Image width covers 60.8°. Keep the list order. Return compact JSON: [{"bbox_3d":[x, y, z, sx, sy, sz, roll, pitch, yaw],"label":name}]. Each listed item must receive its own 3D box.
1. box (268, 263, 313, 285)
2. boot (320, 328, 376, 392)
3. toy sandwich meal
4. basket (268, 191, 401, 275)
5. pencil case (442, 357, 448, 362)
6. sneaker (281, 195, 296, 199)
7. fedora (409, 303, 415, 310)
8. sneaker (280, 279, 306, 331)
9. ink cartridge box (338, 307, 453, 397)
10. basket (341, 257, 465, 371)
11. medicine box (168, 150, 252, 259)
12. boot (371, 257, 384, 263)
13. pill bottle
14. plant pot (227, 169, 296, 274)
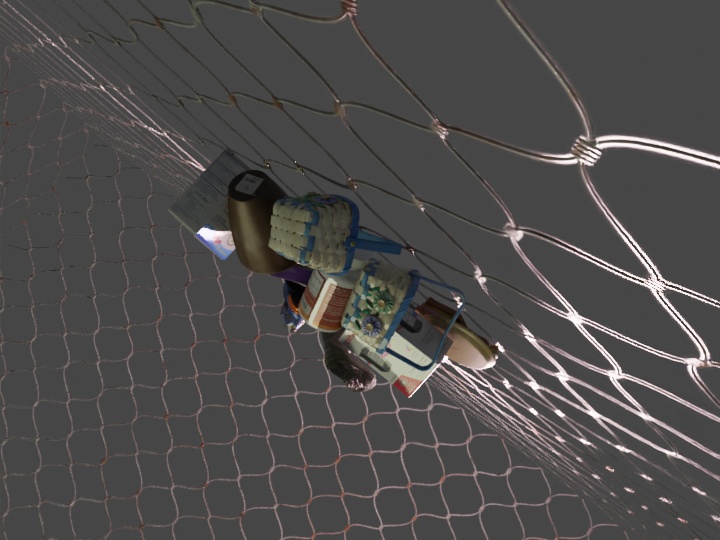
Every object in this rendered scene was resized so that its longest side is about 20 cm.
[{"bbox_3d":[-0.108,0.017,1.492,0.199,0.039,0.137,14,-177,12],"label":"box"},{"bbox_3d":[-0.041,0.162,1.414,0.182,0.072,0.201,51,-168,-41],"label":"boot"},{"bbox_3d":[0.211,0.135,1.325,0.204,0.070,0.205,31,159,13],"label":"toy sandwich meal"},{"bbox_3d":[-0.047,-0.064,1.095,0.199,0.140,0.176,10,-173,-38],"label":"basket"},{"bbox_3d":[0.153,0.145,1.539,0.200,0.084,0.085,37,-150,19],"label":"pencil case"},{"bbox_3d":[-0.091,-0.099,1.319,0.200,0.071,0.080,36,-168,-32],"label":"sneaker"},{"bbox_3d":[0.076,0.123,1.446,0.176,0.091,0.200,9,153,18],"label":"fedora"},{"bbox_3d":[-0.160,0.079,1.450,0.075,0.079,0.200,26,-167,-12],"label":"sneaker"},{"bbox_3d":[0.071,0.149,1.296,0.199,0.086,0.148,36,135,5],"label":"ink cartridge box"},{"bbox_3d":[0.074,0.082,1.146,0.199,0.177,0.139,22,-161,-4],"label":"basket"},{"bbox_3d":[-0.330,-0.155,1.492,0.103,0.200,0.182,40,172,20],"label":"medicine box"},{"bbox_3d":[0.000,0.000,1.430,0.199,0.075,0.107,30,173,33],"label":"boot"},{"bbox_3d":[-0.049,0.024,1.290,0.111,0.201,0.113,17,-144,-13],"label":"pill bottle"},{"bbox_3d":[-0.224,-0.126,1.397,0.186,0.187,0.201,32,156,30],"label":"plant pot"}]
